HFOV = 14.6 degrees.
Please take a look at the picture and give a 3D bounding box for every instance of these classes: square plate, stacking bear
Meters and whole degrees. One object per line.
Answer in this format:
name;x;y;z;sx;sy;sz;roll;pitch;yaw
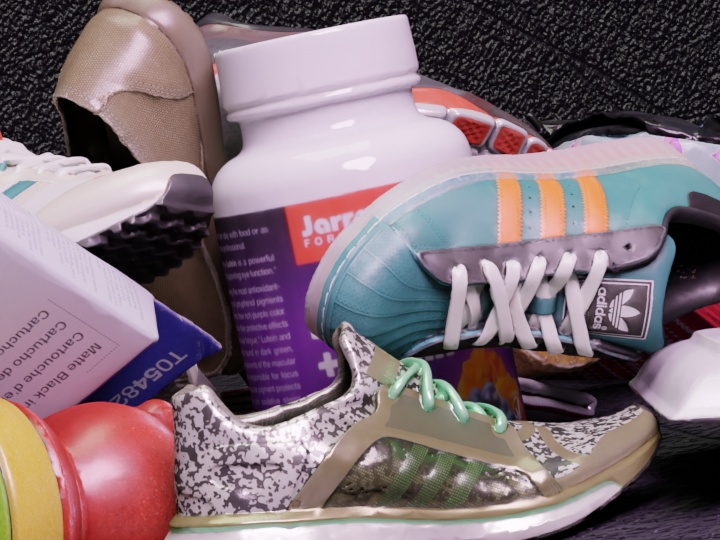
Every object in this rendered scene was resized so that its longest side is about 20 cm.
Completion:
square plate;0.207;0.035;1.068;0.198;0.029;0.200;-2;1;1
stacking bear;-0.149;0.091;1.016;0.200;0.122;0.114;-5;-4;-38

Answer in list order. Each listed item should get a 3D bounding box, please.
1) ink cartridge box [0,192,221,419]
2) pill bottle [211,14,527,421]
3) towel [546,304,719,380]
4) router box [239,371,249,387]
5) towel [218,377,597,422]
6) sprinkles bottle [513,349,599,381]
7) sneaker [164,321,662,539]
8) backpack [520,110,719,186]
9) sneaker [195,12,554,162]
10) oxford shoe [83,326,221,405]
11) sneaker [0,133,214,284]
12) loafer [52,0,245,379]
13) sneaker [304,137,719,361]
ink cartridge box;-0.180;0.055;1.076;0.200;0.041;0.200;-39;-45;16
pill bottle;0.000;0.000;1.164;0.111;0.200;0.111;-12;3;1
towel;0.101;0.013;1.401;0.145;0.023;0.200;37;-25;-32
router box;-0.013;-0.003;1.511;0.157;0.200;0.052;-10;47;22
towel;-0.008;0.071;1.326;0.200;0.023;0.144;-9;-12;31
sprinkles bottle;0.052;0.031;1.371;0.068;0.068;0.200;-13;-6;-27
sneaker;0.018;0.060;1.028;0.200;0.089;0.077;-10;4;-21
backpack;0.165;-0.022;1.501;0.167;0.127;0.200;5;-2;-12
sneaker;0.008;-0.075;1.276;0.200;0.082;0.077;19;-55;-32
oxford shoe;-0.100;0.049;1.195;0.075;0.058;0.200;-19;-27;5
sneaker;-0.147;-0.029;1.146;0.200;0.094;0.070;-21;-17;37
loafer;-0.093;-0.027;1.212;0.076;0.200;0.067;21;48;38
sneaker;0.075;-0.001;1.087;0.200;0.071;0.080;-17;39;-34
